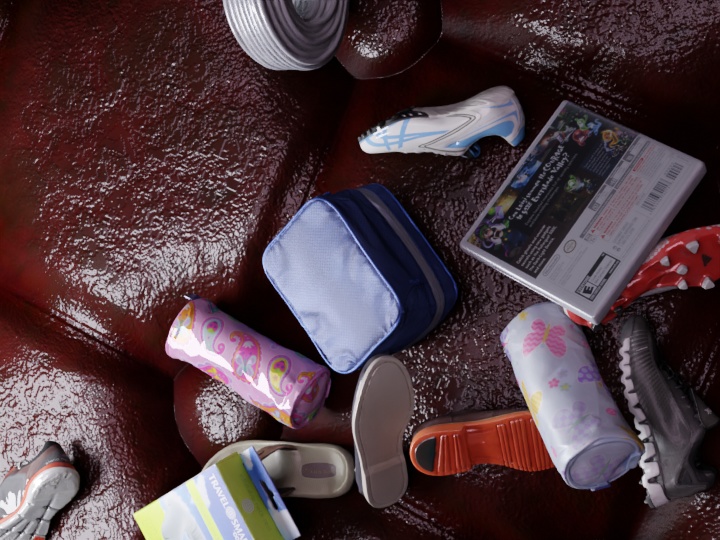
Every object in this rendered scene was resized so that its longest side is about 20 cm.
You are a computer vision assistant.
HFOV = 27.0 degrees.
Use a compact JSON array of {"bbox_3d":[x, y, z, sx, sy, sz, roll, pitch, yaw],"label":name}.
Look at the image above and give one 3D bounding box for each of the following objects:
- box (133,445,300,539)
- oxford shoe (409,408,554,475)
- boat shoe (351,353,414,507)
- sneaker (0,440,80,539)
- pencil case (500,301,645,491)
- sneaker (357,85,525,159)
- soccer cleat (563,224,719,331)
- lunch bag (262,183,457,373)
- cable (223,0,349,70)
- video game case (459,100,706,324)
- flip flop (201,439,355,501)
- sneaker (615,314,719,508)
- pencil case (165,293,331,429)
[{"bbox_3d":[-0.168,0.295,1.732,0.200,0.048,0.122,-35,81,41],"label":"box"},{"bbox_3d":[0.153,0.171,1.614,0.200,0.073,0.071,-3,112,5],"label":"oxford shoe"},{"bbox_3d":[0.015,0.167,1.642,0.063,0.073,0.200,-131,32,-50],"label":"boat shoe"},{"bbox_3d":[-0.426,0.292,1.893,0.200,0.077,0.082,-43,45,17],"label":"sneaker"},{"bbox_3d":[0.215,0.125,1.537,0.091,0.083,0.200,-17,49,-7],"label":"pencil case"},{"bbox_3d":[0.087,-0.150,1.654,0.200,0.072,0.073,-9,105,30],"label":"sneaker"},{"bbox_3d":[0.299,-0.005,1.552,0.200,0.085,0.069,-25,120,7],"label":"soccer cleat"},{"bbox_3d":[0.000,0.000,1.656,0.136,0.132,0.200,-44,73,34],"label":"lunch bag"},{"bbox_3d":[-0.082,-0.321,1.661,0.069,0.200,0.200,-1,90,30],"label":"cable"},{"bbox_3d":[0.228,-0.064,1.553,0.182,0.023,0.200,31,80,34],"label":"video game case"},{"bbox_3d":[-0.101,0.237,1.736,0.200,0.058,0.081,-5,87,25],"label":"flip flop"},{"bbox_3d":[0.320,0.139,1.540,0.090,0.066,0.200,-12,88,21],"label":"sneaker"},{"bbox_3d":[-0.130,0.104,1.741,0.200,0.087,0.088,29,101,24],"label":"pencil case"}]
